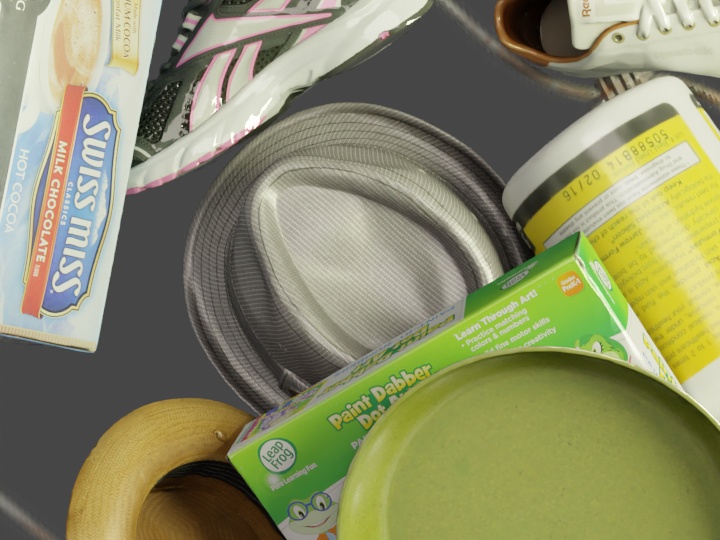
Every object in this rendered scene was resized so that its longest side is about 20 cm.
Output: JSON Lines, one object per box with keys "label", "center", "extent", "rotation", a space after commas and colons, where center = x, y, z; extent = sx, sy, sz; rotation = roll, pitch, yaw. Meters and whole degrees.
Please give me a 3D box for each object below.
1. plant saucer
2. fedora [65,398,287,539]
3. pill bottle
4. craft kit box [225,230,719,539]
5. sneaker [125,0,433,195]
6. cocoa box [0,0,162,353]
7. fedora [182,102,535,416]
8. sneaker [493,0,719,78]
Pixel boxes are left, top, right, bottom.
{"label": "plant saucer", "center": [0.089, 0.124, 1.034], "extent": [0.199, 0.031, 0.201], "rotation": [3, 109, 9]}
{"label": "fedora", "center": [-0.080, 0.165, 1.103], "extent": [0.082, 0.200, 0.201], "rotation": [-26, 75, 42]}
{"label": "pill bottle", "center": [0.166, 0.014, 1.109], "extent": [0.111, 0.111, 0.200], "rotation": [-33, 79, -2]}
{"label": "craft kit box", "center": [0.072, 0.114, 1.072], "extent": [0.200, 0.049, 0.198], "rotation": [-30, 103, 18]}
{"label": "sneaker", "center": [-0.064, -0.115, 1.155], "extent": [0.200, 0.080, 0.086], "rotation": [-34, 91, 4]}
{"label": "cocoa box", "center": [-0.198, -0.070, 1.113], "extent": [0.133, 0.131, 0.201], "rotation": [6, 84, 48]}
{"label": "fedora", "center": [0.000, 0.000, 1.136], "extent": [0.177, 0.090, 0.200], "rotation": [-43, 79, -4]}
{"label": "sneaker", "center": [0.152, -0.127, 1.099], "extent": [0.200, 0.085, 0.073], "rotation": [-11, 83, 41]}
